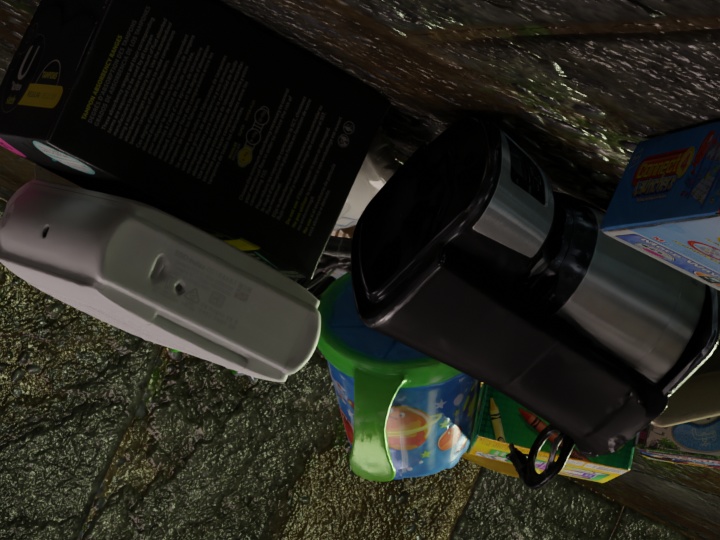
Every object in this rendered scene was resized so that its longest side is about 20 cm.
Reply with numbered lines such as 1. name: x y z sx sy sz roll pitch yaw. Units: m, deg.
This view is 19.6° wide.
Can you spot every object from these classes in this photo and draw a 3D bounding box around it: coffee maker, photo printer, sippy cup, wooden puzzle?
1. coffee maker: 0.093 0.028 1.293 0.199 0.193 0.135 29 -172 -24
2. photo printer: -0.137 0.004 1.338 0.166 0.070 0.200 28 172 -30
3. sippy cup: 0.036 0.081 1.583 0.139 0.177 0.131 37 143 40
4. wooden puzzle: 0.226 0.076 1.492 0.184 0.038 0.200 -10 -169 -25

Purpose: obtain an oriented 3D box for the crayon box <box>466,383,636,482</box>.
1. crayon box: 0.149 0.123 1.637 0.118 0.059 0.200 12 172 2

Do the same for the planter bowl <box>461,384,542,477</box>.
1. planter bowl: 0.124 0.127 1.816 0.199 0.084 0.201 20 166 5

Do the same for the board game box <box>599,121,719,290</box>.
1. board game box: 0.246 -0.007 1.053 0.199 0.056 0.196 26 173 -11

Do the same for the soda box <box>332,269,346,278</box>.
1. soda box: 0.011 -0.023 1.747 0.068 0.064 0.200 26 174 -20

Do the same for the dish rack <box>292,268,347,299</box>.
1. dish rack: -0.070 -0.035 1.681 0.201 0.054 0.153 57 164 -26

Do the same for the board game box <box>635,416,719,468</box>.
1. board game box: 0.307 0.119 1.548 0.198 0.062 0.200 7 173 10

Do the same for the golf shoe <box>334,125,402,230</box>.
1. golf shoe: -0.021 -0.050 1.428 0.079 0.097 0.200 57 168 -3

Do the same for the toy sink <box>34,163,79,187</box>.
1. toy sink: -0.163 -0.085 1.537 0.111 0.202 0.130 -8 157 13

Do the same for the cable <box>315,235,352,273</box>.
1. cable: 0.000 0.000 1.504 0.198 0.051 0.097 10 156 16

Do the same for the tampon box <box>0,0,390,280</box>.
1. tampon box: -0.115 -0.096 1.335 0.199 0.127 0.150 27 173 -25

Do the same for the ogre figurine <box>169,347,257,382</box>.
1. ogre figurine: -0.122 0.004 1.647 0.199 0.098 0.120 30 146 30

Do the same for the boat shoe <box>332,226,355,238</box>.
1. boat shoe: -0.003 -0.055 1.574 0.199 0.071 0.069 18 -159 -9
